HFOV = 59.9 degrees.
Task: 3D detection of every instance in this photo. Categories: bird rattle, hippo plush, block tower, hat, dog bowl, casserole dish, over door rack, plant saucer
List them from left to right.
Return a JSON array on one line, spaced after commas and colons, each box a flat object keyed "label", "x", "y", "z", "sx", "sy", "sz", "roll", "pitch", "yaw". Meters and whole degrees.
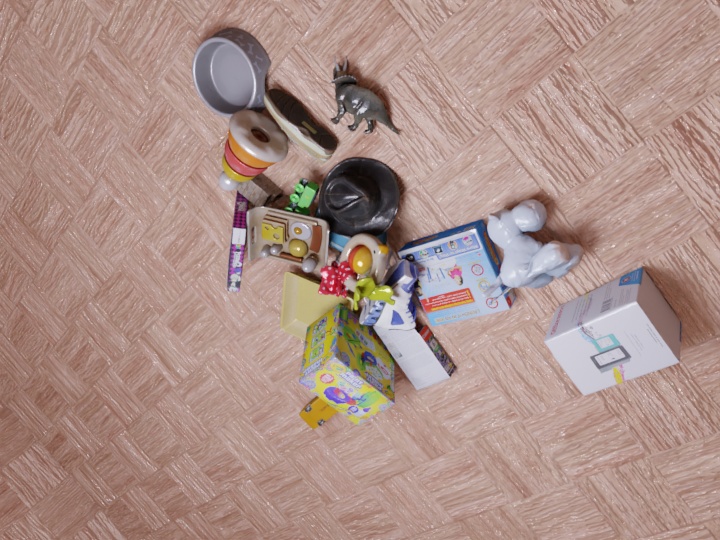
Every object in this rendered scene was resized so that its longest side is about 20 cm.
[{"label": "dog bowl", "x": -0.295, "y": -0.439, "z": 1.414, "sx": 0.200, "sy": 0.059, "sz": 0.200, "roll": 12, "pitch": 121, "yaw": 22}, {"label": "block tower", "x": -0.212, "y": -0.165, "z": 1.519, "sx": 0.200, "sy": 0.054, "sz": 0.058, "roll": 42, "pitch": 127, "yaw": 3}, {"label": "plant saucer", "x": -0.106, "y": 0.104, "z": 1.607, "sx": 0.200, "sy": 0.048, "sz": 0.200, "roll": 23, "pitch": 128, "yaw": 17}, {"label": "casserole dish", "x": -0.032, "y": -0.100, "z": 1.430, "sx": 0.200, "sy": 0.039, "sz": 0.121, "roll": 28, "pitch": 103, "yaw": 23}, {"label": "hat", "x": -0.018, "y": -0.163, "z": 1.359, "sx": 0.200, "sy": 0.081, "sz": 0.201, "roll": -2, "pitch": 84, "yaw": 24}, {"label": "bird rattle", "x": 0.000, "y": 0.000, "z": 1.359, "sx": 0.200, "sy": 0.112, "sz": 0.163, "roll": 30, "pitch": 105, "yaw": 54}, {"label": "over door rack", "x": 0.041, "y": 0.029, "z": 1.479, "sx": 0.148, "sy": 0.067, "sz": 0.200, "roll": -25, "pitch": 102, "yaw": 37}, {"label": "hippo plush", "x": 0.327, "y": -0.050, "z": 1.259, "sx": 0.200, "sy": 0.159, "sz": 0.161, "roll": -28, "pitch": 70, "yaw": 22}]

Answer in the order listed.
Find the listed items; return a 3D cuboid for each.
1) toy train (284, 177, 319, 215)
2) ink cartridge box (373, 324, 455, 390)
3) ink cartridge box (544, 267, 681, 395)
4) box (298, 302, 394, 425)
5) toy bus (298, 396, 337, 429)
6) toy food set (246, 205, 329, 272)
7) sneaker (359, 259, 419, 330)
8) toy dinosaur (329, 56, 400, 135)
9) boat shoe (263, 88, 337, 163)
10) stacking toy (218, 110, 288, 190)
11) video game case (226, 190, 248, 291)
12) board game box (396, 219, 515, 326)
[{"label": "toy train", "x": -0.150, "y": -0.128, "z": 1.450, "sx": 0.056, "sy": 0.042, "sz": 0.200, "roll": 28, "pitch": 127, "yaw": -1}, {"label": "ink cartridge box", "x": 0.131, "y": 0.188, "z": 1.528, "sx": 0.109, "sy": 0.050, "sz": 0.200, "roll": -30, "pitch": 98, "yaw": 37}, {"label": "ink cartridge box", "x": 0.496, "y": 0.122, "z": 1.231, "sx": 0.200, "sy": 0.147, "sz": 0.146, "roll": -33, "pitch": 98, "yaw": 38}, {"label": "box", "x": -0.026, "y": 0.223, "z": 1.494, "sx": 0.122, "sy": 0.193, "sz": 0.200, "roll": -36, "pitch": 117, "yaw": 25}, {"label": "toy bus", "x": -0.091, "y": 0.367, "z": 1.727, "sx": 0.065, "sy": 0.078, "sz": 0.200, "roll": 46, "pitch": 128, "yaw": 1}, {"label": "toy food set", "x": -0.166, "y": -0.059, "z": 1.435, "sx": 0.200, "sy": 0.060, "sz": 0.144, "roll": 13, "pitch": 128, "yaw": 11}, {"label": "sneaker", "x": 0.092, "y": 0.069, "z": 1.413, "sx": 0.115, "sy": 0.081, "sz": 0.200, "roll": 24, "pitch": 129, "yaw": -15}, {"label": "toy dinosaur", "x": -0.002, "y": -0.342, "z": 1.296, "sx": 0.200, "sy": 0.077, "sz": 0.102, "roll": 38, "pitch": 134, "yaw": 9}, {"label": "boat shoe", "x": -0.145, "y": -0.316, "z": 1.397, "sx": 0.200, "sy": 0.072, "sz": 0.076, "roll": 46, "pitch": 143, "yaw": 1}, {"label": "stacking toy", "x": -0.270, "y": -0.250, "z": 1.426, "sx": 0.146, "sy": 0.146, "sz": 0.200, "roll": 46, "pitch": 126, "yaw": 0}, {"label": "video game case", "x": -0.300, "y": -0.078, "z": 1.534, "sx": 0.036, "sy": 0.200, "sz": 0.182, "roll": 5, "pitch": 123, "yaw": -11}, {"label": "board game box", "x": 0.212, "y": 0.010, "z": 1.382, "sx": 0.200, "sy": 0.056, "sz": 0.196, "roll": -16, "pitch": 107, "yaw": 34}]
